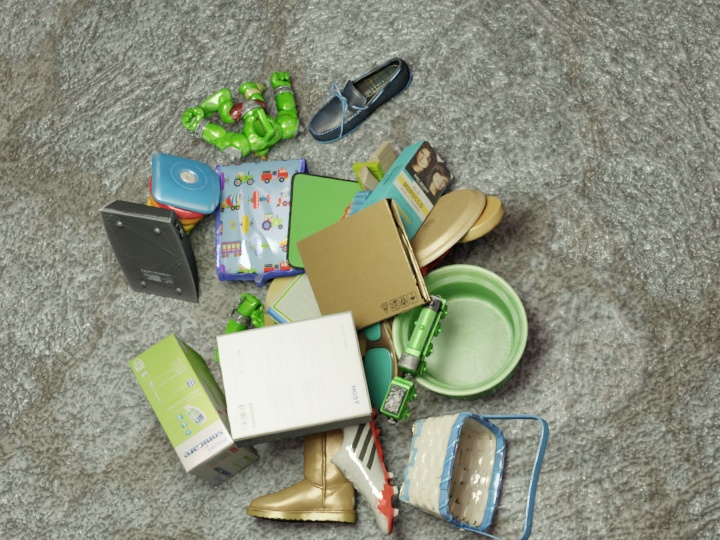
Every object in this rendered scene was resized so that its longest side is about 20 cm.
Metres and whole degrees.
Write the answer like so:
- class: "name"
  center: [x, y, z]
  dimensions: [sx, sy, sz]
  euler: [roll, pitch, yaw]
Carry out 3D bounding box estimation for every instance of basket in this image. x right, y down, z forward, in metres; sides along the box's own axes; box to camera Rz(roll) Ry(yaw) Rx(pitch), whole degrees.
- class: "basket"
  center: [0.166, 0.283, 1.516]
  dimensions: [0.200, 0.139, 0.177]
  euler: [1, 70, 44]

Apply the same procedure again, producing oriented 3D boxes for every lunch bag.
- class: "lunch bag"
  center: [-0.155, -0.069, 1.724]
  dimensions: [0.150, 0.094, 0.200]
  euler: [-4, 65, 10]

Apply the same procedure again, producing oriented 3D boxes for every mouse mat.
- class: "mouse mat"
  center: [-0.019, -0.069, 1.703]
  dimensions: [0.200, 0.008, 0.161]
  euler: [8, 73, -17]

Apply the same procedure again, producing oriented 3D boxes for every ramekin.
- class: "ramekin"
  center: [0.154, 0.100, 1.614]
  dimensions: [0.200, 0.098, 0.200]
  euler: [-3, 71, 10]

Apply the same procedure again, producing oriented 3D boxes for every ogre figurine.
- class: "ogre figurine"
  center: [-0.186, -0.252, 1.787]
  dimensions: [0.200, 0.098, 0.120]
  euler: [-18, 67, -41]
- class: "ogre figurine"
  center: [-0.150, 0.146, 1.643]
  dimensions: [0.200, 0.098, 0.120]
  euler: [44, 111, -1]

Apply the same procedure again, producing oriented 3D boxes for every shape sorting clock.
- class: "shape sorting clock"
  center: [-0.053, 0.060, 1.699]
  dimensions: [0.200, 0.039, 0.200]
  euler: [-2, 71, 7]

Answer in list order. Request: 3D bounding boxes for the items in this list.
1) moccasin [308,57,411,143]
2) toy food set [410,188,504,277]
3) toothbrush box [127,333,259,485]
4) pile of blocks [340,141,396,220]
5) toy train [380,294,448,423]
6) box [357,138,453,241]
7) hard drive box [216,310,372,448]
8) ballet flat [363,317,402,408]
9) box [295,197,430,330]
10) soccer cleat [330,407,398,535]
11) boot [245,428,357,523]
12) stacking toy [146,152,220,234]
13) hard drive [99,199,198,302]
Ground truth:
- class: "moccasin"
  center: [-0.009, -0.296, 1.795]
  dimensions: [0.200, 0.068, 0.080]
  euler: [-40, 69, -4]
- class: "toy food set"
  center: [0.118, -0.055, 1.635]
  dimensions: [0.200, 0.198, 0.049]
  euler: [-43, 107, -6]
- class: "toothbrush box"
  center: [-0.253, 0.213, 1.631]
  dimensions: [0.086, 0.146, 0.200]
  euler: [-32, 68, -1]
- class: "pile of blocks"
  center: [-0.001, -0.111, 1.679]
  dimensions: [0.062, 0.082, 0.200]
  euler: [1, 62, 33]
- class: "toy train"
  center: [0.077, 0.124, 1.538]
  dimensions: [0.042, 0.056, 0.200]
  euler: [18, 77, 17]
- class: "box"
  center: [0.068, -0.112, 1.662]
  dimensions: [0.049, 0.082, 0.200]
  euler: [-20, 27, 45]
- class: "hard drive box"
  center: [-0.095, 0.157, 1.535]
  dimensions: [0.200, 0.077, 0.156]
  euler: [-10, 72, -4]
- class: "ballet flat"
  center: [0.040, 0.111, 1.638]
  dimensions: [0.070, 0.065, 0.200]
  euler: [1, 99, 45]
- class: "box"
  center: [0.000, 0.000, 1.590]
  dimensions: [0.200, 0.021, 0.164]
  euler: [-24, 84, 42]
- class: "soccer cleat"
  center: [0.002, 0.290, 1.559]
  dimensions: [0.085, 0.069, 0.200]
  euler: [-11, 70, -6]
- class: "boot"
  center: [-0.080, 0.279, 1.621]
  dimensions: [0.175, 0.066, 0.200]
  euler: [2, 72, -1]
- class: "stacking toy"
  center: [-0.312, -0.082, 1.741]
  dimensions: [0.110, 0.200, 0.116]
  euler: [13, 42, -23]
- class: "hard drive"
  center: [-0.329, -0.032, 1.707]
  dimensions: [0.135, 0.200, 0.042]
  euler: [10, 53, 15]
